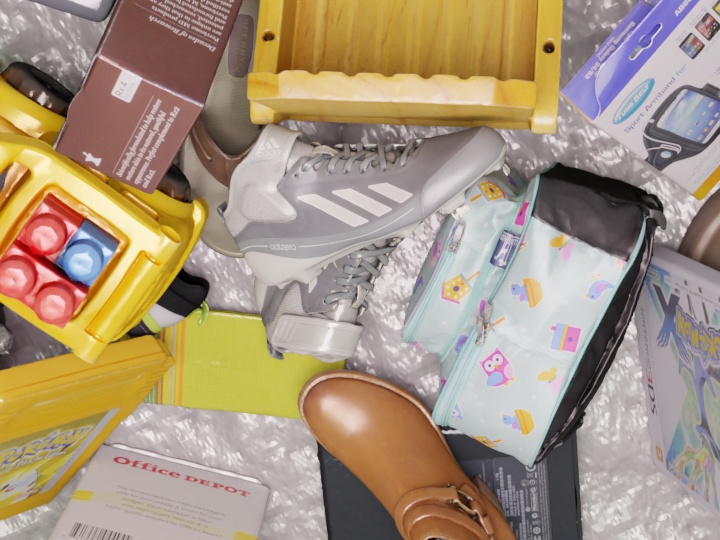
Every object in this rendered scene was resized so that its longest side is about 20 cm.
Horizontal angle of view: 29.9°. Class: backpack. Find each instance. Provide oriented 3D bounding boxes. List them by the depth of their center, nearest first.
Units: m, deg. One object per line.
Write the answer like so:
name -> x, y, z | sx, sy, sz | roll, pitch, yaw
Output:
backpack -> 0.113, 0.027, 0.939 | 0.153, 0.176, 0.201 | 17, 102, 7

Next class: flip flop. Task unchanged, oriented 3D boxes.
flip flop -> -0.091, -0.106, 0.976 | 0.081, 0.058, 0.201 | 9, 106, 1

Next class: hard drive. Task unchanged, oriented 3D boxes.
hard drive -> 0.070, 0.179, 1.054 | 0.199, 0.033, 0.140 | -5, 105, 2

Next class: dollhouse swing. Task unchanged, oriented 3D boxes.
dollhouse swing -> 0.028, -0.166, 0.855 | 0.199, 0.176, 0.183 | 3, 78, 7

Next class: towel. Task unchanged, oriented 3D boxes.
towel -> -0.111, 0.069, 1.049 | 0.199, 0.018, 0.086 | 6, 111, 1

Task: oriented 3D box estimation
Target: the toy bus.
toy bus -> -0.211, -0.034, 0.861 | 0.200, 0.192, 0.136 | 36, 100, -8

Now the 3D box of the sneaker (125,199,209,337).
sneaker -> -0.169, -0.047, 0.994 | 0.083, 0.072, 0.201 | -22, 103, 2

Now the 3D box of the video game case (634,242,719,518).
video game case -> 0.243, 0.085, 0.937 | 0.022, 0.200, 0.183 | -13, 105, -11

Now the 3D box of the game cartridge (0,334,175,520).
game cartridge -> -0.242, 0.125, 0.969 | 0.200, 0.176, 0.032 | -44, 73, 31

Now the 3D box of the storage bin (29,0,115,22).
storage bin -> -0.208, -0.243, 0.885 | 0.134, 0.200, 0.146 | 20, 105, -13

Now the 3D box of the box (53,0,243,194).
box -> -0.119, -0.160, 0.851 | 0.075, 0.201, 0.100 | 26, 142, -13

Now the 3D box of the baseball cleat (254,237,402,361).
baseball cleat -> 0.000, 0.000, 0.950 | 0.070, 0.107, 0.200 | 11, 144, -36

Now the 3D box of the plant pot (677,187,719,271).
plant pot -> 0.327, 0.033, 0.930 | 0.199, 0.174, 0.201 | 1, 107, 4

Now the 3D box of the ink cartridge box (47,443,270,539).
ink cartridge box -> -0.154, 0.222, 0.999 | 0.144, 0.200, 0.084 | 15, 109, -1

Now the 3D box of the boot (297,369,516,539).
boot -> 0.034, 0.162, 0.952 | 0.077, 0.155, 0.200 | -41, 101, 11

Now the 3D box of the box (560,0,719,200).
box -> 0.216, -0.128, 0.895 | 0.119, 0.042, 0.200 | -49, 141, 14

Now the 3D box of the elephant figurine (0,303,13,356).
elephant figurine -> -0.336, 0.103, 1.013 | 0.141, 0.155, 0.201 | 14, 101, -6

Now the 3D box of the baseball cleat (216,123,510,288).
baseball cleat -> -0.009, -0.059, 0.852 | 0.200, 0.070, 0.107 | -28, 105, 26
